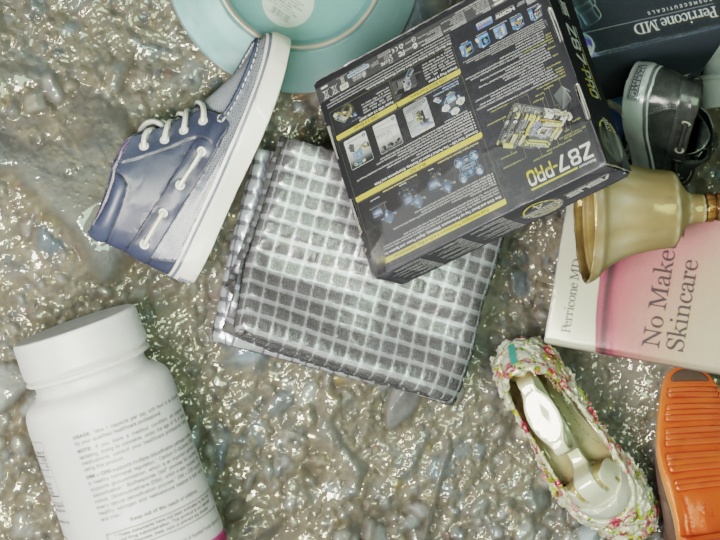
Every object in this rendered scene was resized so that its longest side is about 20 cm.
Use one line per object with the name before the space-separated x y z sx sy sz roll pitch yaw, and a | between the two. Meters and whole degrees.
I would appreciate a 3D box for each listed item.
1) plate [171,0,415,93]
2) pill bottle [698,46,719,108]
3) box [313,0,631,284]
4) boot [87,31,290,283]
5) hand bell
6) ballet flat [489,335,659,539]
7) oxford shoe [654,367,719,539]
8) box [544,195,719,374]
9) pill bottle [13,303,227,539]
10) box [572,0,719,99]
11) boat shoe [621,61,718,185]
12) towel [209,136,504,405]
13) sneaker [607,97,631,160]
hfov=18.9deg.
plate | -0.049 -0.236 1.650 0.199 0.026 0.201 0 92 -13
pill bottle | 0.297 -0.229 1.680 0.112 0.112 0.201 -7 94 -12
box | 0.076 -0.103 1.539 0.200 0.049 0.162 -27 69 26
boot | -0.127 -0.097 1.612 0.090 0.073 0.201 23 91 -11
hand bell | 0.259 -0.045 1.562 0.199 0.104 0.105 -1 92 -3
ballet flat | 0.163 0.141 1.686 0.076 0.064 0.200 -35 100 14
oxford shoe | 0.259 0.176 1.711 0.071 0.073 0.201 2 71 -14
box | 0.249 0.010 1.647 0.199 0.109 0.128 9 91 10
pill bottle | -0.178 0.134 1.590 0.113 0.113 0.201 -19 96 -11
box | 0.167 -0.235 1.625 0.148 0.107 0.201 -14 75 -12
boat shoe | 0.238 -0.100 1.631 0.056 0.200 0.069 13 79 18
towel | 0.000 0.000 1.638 0.199 0.086 0.166 16 88 -12
sneaker | 0.124 -0.120 1.668 0.199 0.072 0.072 6 92 -11
